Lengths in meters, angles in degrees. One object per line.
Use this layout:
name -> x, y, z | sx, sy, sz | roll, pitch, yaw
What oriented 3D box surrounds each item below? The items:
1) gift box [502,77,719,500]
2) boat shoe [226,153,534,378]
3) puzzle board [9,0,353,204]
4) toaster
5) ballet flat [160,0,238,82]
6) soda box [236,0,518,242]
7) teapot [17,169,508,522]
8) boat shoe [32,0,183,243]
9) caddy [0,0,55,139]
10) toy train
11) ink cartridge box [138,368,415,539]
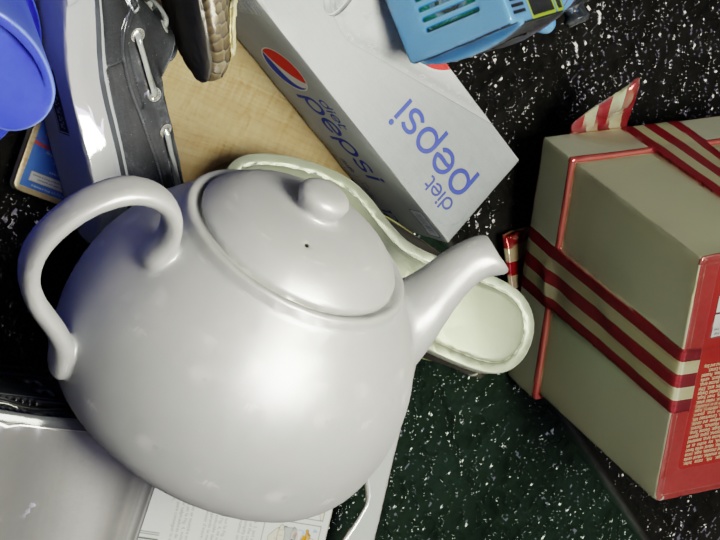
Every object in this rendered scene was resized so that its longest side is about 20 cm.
gift box -> 0.206, -0.002, 1.400 | 0.184, 0.187, 0.201 | -4, 117, -30
boat shoe -> 0.000, 0.000, 1.323 | 0.201, 0.061, 0.072 | 30, 78, -17
puzzle board -> -0.084, -0.087, 1.302 | 0.199, 0.017, 0.151 | 20, 89, -33
toaster -> -0.198, 0.112, 1.209 | 0.199, 0.114, 0.130 | 8, 97, -30
ballet flat -> -0.086, -0.197, 1.225 | 0.046, 0.067, 0.201 | -8, 81, -23
soda box -> 0.000, -0.109, 1.302 | 0.068, 0.063, 0.200 | -48, 121, -15
teapot -> -0.052, 0.017, 1.176 | 0.197, 0.200, 0.146 | 32, 118, 4
boat shoe -> -0.128, -0.115, 1.215 | 0.068, 0.072, 0.201 | -20, 112, -25
caddy -> -0.242, -0.109, 1.145 | 0.200, 0.105, 0.142 | 30, 105, -34
toy train -> 0.076, -0.182, 1.308 | 0.200, 0.086, 0.115 | -24, 96, -59
ink cartridge box -> -0.067, 0.115, 1.337 | 0.173, 0.043, 0.201 | 13, 92, -35
